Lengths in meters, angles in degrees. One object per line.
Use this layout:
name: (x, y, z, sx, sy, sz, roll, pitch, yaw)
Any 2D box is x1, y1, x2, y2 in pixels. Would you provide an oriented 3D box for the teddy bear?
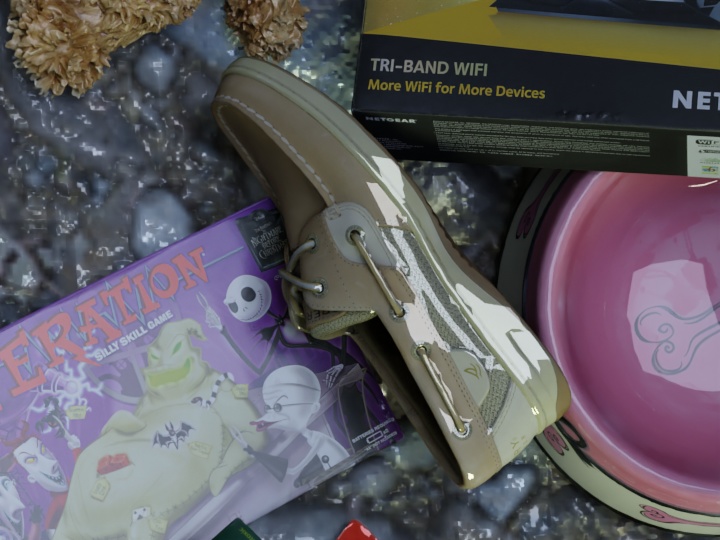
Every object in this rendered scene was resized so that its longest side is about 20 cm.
teddy bear: (-0.075, -0.153, 1.127, 0.199, 0.067, 0.146, -12, 87, -22)

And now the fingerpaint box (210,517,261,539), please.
fingerpaint box: (-0.037, 0.222, 1.019, 0.200, 0.073, 0.167, 44, 50, 8)

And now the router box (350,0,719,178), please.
router box: (0.104, -0.122, 1.109, 0.199, 0.052, 0.158, 3, 70, 8)

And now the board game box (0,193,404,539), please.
board game box: (-0.091, 0.062, 1.103, 0.199, 0.032, 0.120, -28, 87, -23)

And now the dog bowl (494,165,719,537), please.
dog bowl: (0.156, 0.015, 1.142, 0.199, 0.074, 0.202, 0, 88, 2)

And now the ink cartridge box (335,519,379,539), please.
ink cartridge box: (0.030, 0.225, 1.107, 0.200, 0.050, 0.162, 45, 68, -11)

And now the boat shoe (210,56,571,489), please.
boat shoe: (0.000, 0.000, 1.098, 0.065, 0.072, 0.200, -40, 90, -15)
